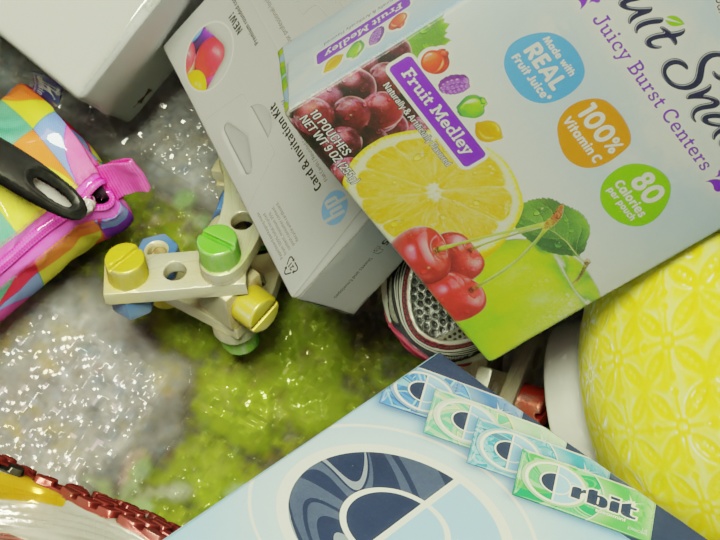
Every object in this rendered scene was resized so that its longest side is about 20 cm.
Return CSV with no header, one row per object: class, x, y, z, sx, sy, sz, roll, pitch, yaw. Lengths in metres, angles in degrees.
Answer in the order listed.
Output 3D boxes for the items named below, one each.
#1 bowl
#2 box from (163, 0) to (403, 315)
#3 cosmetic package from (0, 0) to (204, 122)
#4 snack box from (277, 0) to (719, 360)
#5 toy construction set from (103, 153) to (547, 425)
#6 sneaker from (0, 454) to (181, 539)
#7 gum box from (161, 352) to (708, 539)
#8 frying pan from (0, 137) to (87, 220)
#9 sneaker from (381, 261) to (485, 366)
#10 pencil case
bowl,0.138,0.050,1.092,0.107,0.200,0.201,-12,63,23
box,0.016,-0.106,1.083,0.200,0.041,0.156,-47,50,23
cosmetic package,-0.165,-0.157,1.170,0.200,0.101,0.071,40,93,7
snack box,0.090,-0.072,0.985,0.200,0.142,0.053,-31,32,16
toy construction set,0.000,0.000,1.157,0.199,0.092,0.131,24,55,8
sneaker,-0.130,0.129,1.125,0.199,0.078,0.082,19,88,11
gum box,0.033,0.127,0.967,0.170,0.045,0.200,34,39,21
frying pan,-0.203,-0.090,1.128,0.189,0.031,0.115,14,67,-27
sneaker,0.077,-0.048,1.081,0.081,0.075,0.200,36,98,-1
pencil case,-0.192,0.001,1.169,0.200,0.088,0.088,-39,70,-11
